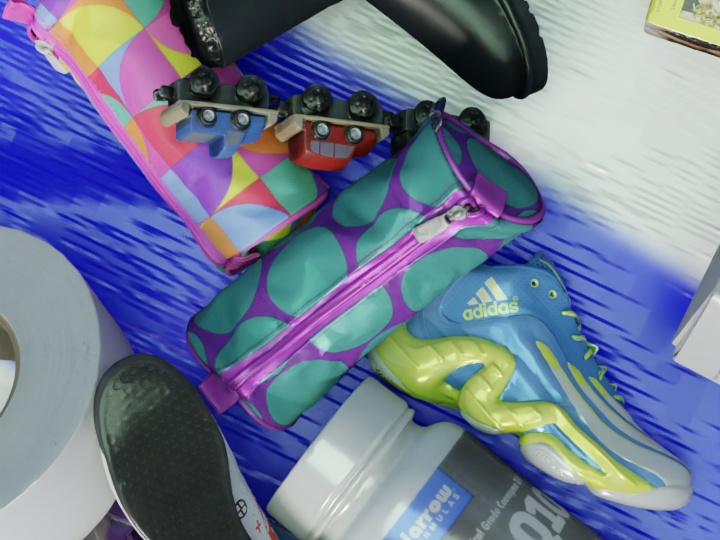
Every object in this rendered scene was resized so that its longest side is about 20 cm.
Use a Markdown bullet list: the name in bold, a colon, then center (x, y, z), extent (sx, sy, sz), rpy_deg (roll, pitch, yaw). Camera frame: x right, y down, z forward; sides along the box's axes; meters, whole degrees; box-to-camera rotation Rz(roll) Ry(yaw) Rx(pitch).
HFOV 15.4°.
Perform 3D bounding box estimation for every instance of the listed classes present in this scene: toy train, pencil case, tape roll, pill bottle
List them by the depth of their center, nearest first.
- **pencil case**: center (0.000, 0.000, 1.438), extent (0.200, 0.092, 0.085), rpy_deg (-40, 97, 19)
- **toy train**: center (-0.019, -0.076, 1.455), extent (0.199, 0.034, 0.046), rpy_deg (7, 78, -25)
- **tape roll**: center (-0.223, 0.077, 1.460), extent (0.202, 0.071, 0.203), rpy_deg (-9, 57, 14)
- **pill bottle**: center (0.054, 0.156, 1.463), extent (0.200, 0.114, 0.114), rpy_deg (38, 96, 3)
- **pencil case**: center (-0.106, -0.091, 1.485), extent (0.088, 0.088, 0.200), rpy_deg (-41, 88, 6)

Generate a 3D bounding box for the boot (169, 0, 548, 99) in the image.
- **boot**: center (-0.014, -0.148, 1.447), extent (0.168, 0.076, 0.200), rpy_deg (-30, 86, -16)

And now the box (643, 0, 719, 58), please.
- **box**: center (0.256, -0.124, 1.449), extent (0.199, 0.075, 0.050), rpy_deg (18, 92, 6)

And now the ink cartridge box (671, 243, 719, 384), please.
- **ink cartridge box**: center (0.288, 0.020, 1.417), extent (0.200, 0.084, 0.145), rpy_deg (27, 63, 4)

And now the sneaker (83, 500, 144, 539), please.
- **sneaker**: center (-0.144, 0.166, 1.469), extent (0.088, 0.200, 0.081), rpy_deg (-37, 133, -9)

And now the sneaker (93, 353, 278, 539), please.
- **sneaker**: center (-0.091, 0.131, 1.453), extent (0.067, 0.108, 0.202), rpy_deg (-34, 103, -8)

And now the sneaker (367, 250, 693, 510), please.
- **sneaker**: center (0.107, 0.052, 1.472), extent (0.200, 0.076, 0.105), rpy_deg (27, 95, 5)

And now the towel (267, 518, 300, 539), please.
- **towel**: center (-0.100, 0.229, 1.533), extent (0.144, 0.024, 0.201), rpy_deg (21, 93, 6)
